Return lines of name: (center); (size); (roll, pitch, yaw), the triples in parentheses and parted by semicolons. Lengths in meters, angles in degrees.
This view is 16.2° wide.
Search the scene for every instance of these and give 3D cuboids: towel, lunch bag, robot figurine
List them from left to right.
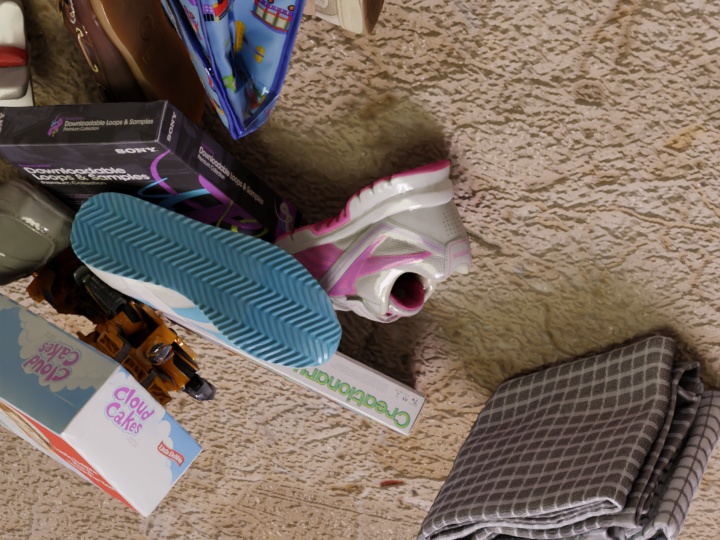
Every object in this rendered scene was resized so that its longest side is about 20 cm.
robot figurine: (-0.180, 0.045, 1.872); (0.145, 0.058, 0.200); (46, 174, -23)
lunch bag: (-0.093, -0.191, 1.580); (0.151, 0.094, 0.200); (60, 162, 30)
towel: (0.148, 0.138, 1.791); (0.200, 0.166, 0.086); (-19, 117, 40)

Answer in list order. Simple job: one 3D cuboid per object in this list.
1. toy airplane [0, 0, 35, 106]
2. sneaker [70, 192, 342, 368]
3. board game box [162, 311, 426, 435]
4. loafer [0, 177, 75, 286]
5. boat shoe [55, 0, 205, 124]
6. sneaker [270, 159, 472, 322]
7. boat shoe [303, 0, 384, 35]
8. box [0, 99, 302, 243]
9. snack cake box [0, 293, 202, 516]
toy airplane: (-0.324, -0.133, 1.761); (0.200, 0.141, 0.199); (46, 124, -9)
sneaker: (-0.102, 0.006, 1.754); (0.199, 0.077, 0.081); (28, 175, 7)
board game box: (-0.049, 0.064, 1.864); (0.199, 0.035, 0.126); (26, 176, 0)
loafer: (-0.257, -0.020, 1.854); (0.070, 0.070, 0.200); (36, 164, -9)
boat shoe: (-0.170, -0.169, 1.698); (0.070, 0.071, 0.200); (7, 137, 27)
sneaker: (0.000, 0.000, 1.759); (0.200, 0.081, 0.088); (-30, 81, 46)
boat shoe: (-0.023, -0.227, 1.560); (0.064, 0.071, 0.200); (13, 140, 14)
box: (-0.149, -0.062, 1.772); (0.142, 0.036, 0.200); (0, 157, 28)
snack cake box: (-0.219, 0.088, 1.809); (0.200, 0.067, 0.115); (26, 161, 44)
